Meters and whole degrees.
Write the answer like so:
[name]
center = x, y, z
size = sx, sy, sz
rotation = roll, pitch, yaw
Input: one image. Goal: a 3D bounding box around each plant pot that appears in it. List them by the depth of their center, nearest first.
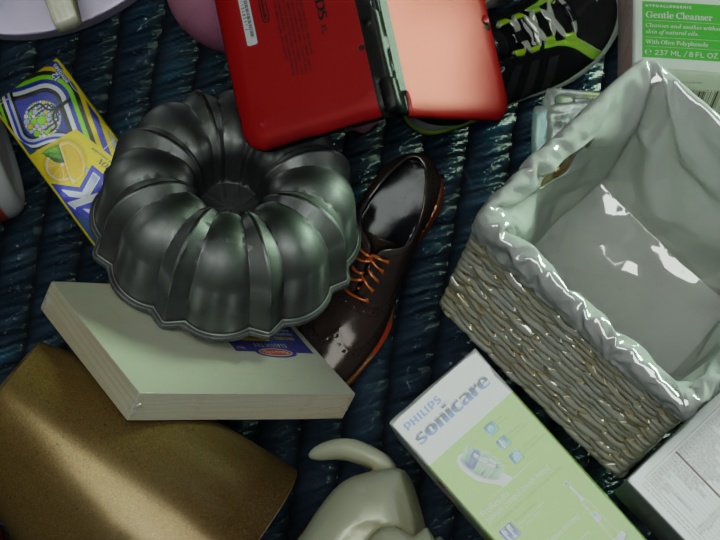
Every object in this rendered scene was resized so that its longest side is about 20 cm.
[plant pot]
center = -0.179, 0.148, 1.621
size = 0.200, 0.186, 0.186
rotation = 41, 85, -7

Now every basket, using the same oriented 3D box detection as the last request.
[basket]
center = 0.188, 0.001, 1.603
size = 0.200, 0.161, 0.198
rotation = 44, 62, 7

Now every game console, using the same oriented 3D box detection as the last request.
[game console]
center = -0.006, -0.190, 1.677
size = 0.172, 0.119, 0.200
rotation = -16, 77, 15

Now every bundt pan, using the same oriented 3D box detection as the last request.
[bundt pan]
center = -0.095, -0.051, 1.660
size = 0.202, 0.076, 0.202
rotation = 4, 55, -5

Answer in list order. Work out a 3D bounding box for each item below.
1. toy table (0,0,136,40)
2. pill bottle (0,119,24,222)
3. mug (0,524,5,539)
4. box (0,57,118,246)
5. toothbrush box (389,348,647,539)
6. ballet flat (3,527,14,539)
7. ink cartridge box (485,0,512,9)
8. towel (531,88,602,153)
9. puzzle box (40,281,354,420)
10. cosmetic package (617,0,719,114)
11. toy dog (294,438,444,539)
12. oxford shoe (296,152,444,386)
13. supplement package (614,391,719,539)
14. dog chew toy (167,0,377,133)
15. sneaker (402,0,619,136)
[toy table]
center = -0.240, -0.258, 1.760
size = 0.200, 0.117, 0.184
rotation = -32, 81, -1
[pill bottle]
center = -0.364, -0.065, 1.737
size = 0.200, 0.116, 0.116
rotation = -19, 81, 0
[mug]
center = -0.281, 0.310, 1.690
size = 0.133, 0.178, 0.200
rotation = -27, 84, -38
[box]
center = -0.192, -0.059, 1.750
size = 0.064, 0.070, 0.200
rotation = -37, 81, -3
[toothbrush box]
center = 0.119, 0.162, 1.663
size = 0.086, 0.146, 0.200
rotation = -40, 82, -3
[ballet flat]
center = -0.213, 0.134, 1.733
size = 0.072, 0.068, 0.200
rotation = 25, 87, 26
[ink cartridge box]
center = 0.103, -0.324, 1.739
size = 0.162, 0.050, 0.200
rotation = -38, 81, 41
[towel]
center = 0.213, -0.037, 1.738
size = 0.171, 0.048, 0.200
rotation = 1, 82, 4
[puzzle box]
center = -0.115, 0.059, 1.655
size = 0.133, 0.200, 0.025
rotation = 46, 120, 39
[cosmetic package]
center = 0.247, -0.218, 1.722
size = 0.108, 0.085, 0.200
rotation = 2, 69, -1
[toy dog]
center = -0.033, 0.237, 1.663
size = 0.200, 0.140, 0.194
rotation = -28, 86, 3
[oxford shoe]
center = 0.000, 0.000, 1.730
size = 0.071, 0.073, 0.200
rotation = 22, 83, 6
[supplement package]
center = 0.307, 0.140, 1.652
size = 0.200, 0.152, 0.151
rotation = -43, 82, -4
[dog chew toy]
center = -0.055, -0.185, 1.742
size = 0.125, 0.125, 0.200
rotation = -41, 89, -4
[sneaker]
center = 0.115, -0.161, 1.743
size = 0.200, 0.083, 0.072
rotation = -33, 82, -2
